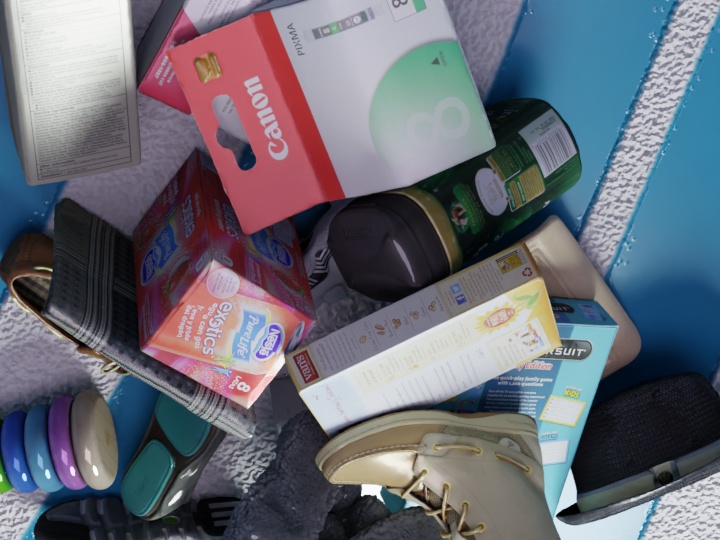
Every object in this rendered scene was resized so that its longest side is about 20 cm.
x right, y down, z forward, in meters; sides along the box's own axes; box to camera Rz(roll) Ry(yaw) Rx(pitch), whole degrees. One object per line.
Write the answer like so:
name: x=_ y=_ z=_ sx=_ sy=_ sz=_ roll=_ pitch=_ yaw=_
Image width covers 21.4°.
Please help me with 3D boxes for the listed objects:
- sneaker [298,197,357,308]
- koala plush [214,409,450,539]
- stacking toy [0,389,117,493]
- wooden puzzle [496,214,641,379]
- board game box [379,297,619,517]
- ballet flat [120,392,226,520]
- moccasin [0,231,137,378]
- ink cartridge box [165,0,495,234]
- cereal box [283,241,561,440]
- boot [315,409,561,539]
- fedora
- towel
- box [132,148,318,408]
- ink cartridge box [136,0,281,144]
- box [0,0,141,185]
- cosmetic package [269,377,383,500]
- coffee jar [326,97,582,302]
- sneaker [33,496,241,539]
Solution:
sneaker: x=0.000 y=0.000 z=1.561 sx=0.115 sy=0.075 sz=0.200 roll=33 pitch=107 yaw=-20
koala plush: x=-0.055 y=0.249 z=1.569 sx=0.177 sy=0.184 sz=0.200 roll=43 pitch=147 yaw=4
stacking toy: x=-0.311 y=0.158 z=1.614 sx=0.200 sy=0.085 sz=0.085 roll=-10 pitch=120 yaw=6
wooden puzzle: x=0.122 y=0.060 z=1.621 sx=0.200 sy=0.037 sz=0.185 roll=-35 pitch=129 yaw=6
board game box: x=0.114 y=0.118 z=1.594 sx=0.151 sy=0.047 sz=0.200 roll=4 pitch=116 yaw=-24
ballet flat: x=-0.146 y=0.139 z=1.606 sx=0.064 sy=0.067 sz=0.200 roll=-21 pitch=155 yaw=-41
moccasin: x=-0.205 y=0.044 z=1.555 sx=0.074 sy=0.078 sz=0.201 roll=-40 pitch=120 yaw=16
ink cartridge box: x=-0.019 y=-0.128 z=1.395 sx=0.200 sy=0.050 sz=0.161 roll=-25 pitch=111 yaw=-6
cereal box: x=0.051 y=0.061 z=1.450 sx=0.200 sy=0.040 sz=0.144 roll=-24 pitch=155 yaw=0
boot: x=0.071 y=0.192 z=1.487 sx=0.200 sy=0.156 sz=0.073 roll=2 pitch=149 yaw=-31
fedora: x=0.249 y=0.146 z=1.652 sx=0.200 sy=0.201 sz=0.092 roll=-23 pitch=85 yaw=6
towel: x=-0.167 y=0.038 z=1.492 sx=0.192 sy=0.200 sz=0.035 roll=33 pitch=109 yaw=-19
box: x=-0.108 y=0.003 z=1.477 sx=0.103 sy=0.200 sz=0.095 roll=31 pitch=109 yaw=-23
ink cartridge box: x=-0.052 y=-0.170 z=1.455 sx=0.200 sy=0.084 sz=0.145 roll=24 pitch=113 yaw=-19
box: x=-0.217 y=-0.166 z=1.400 sx=0.095 sy=0.078 sz=0.200 roll=-11 pitch=138 yaw=-14
cosmetic package: x=-0.006 y=0.182 z=1.663 sx=0.101 sy=0.071 sz=0.200 roll=-14 pitch=119 yaw=-1
coffee jar: x=0.072 y=-0.053 z=1.472 sx=0.200 sy=0.104 sz=0.085 roll=-36 pitch=108 yaw=-30
sneaker: x=-0.189 y=0.265 z=1.686 sx=0.200 sy=0.075 sz=0.116 roll=1 pitch=121 yaw=-9
